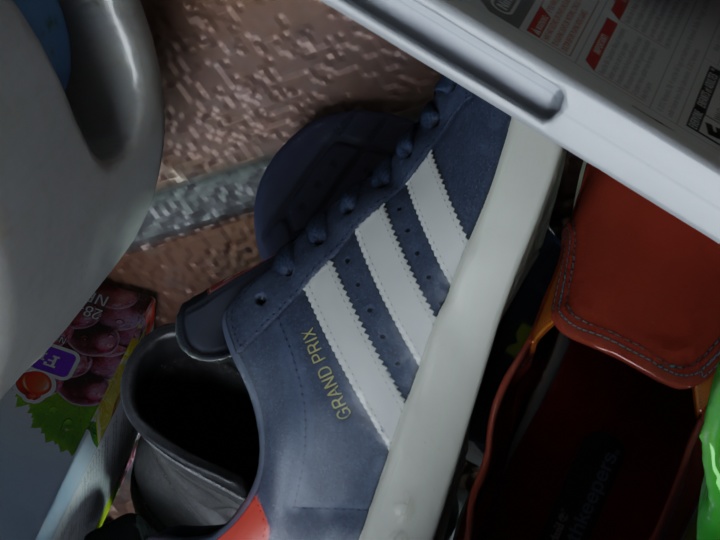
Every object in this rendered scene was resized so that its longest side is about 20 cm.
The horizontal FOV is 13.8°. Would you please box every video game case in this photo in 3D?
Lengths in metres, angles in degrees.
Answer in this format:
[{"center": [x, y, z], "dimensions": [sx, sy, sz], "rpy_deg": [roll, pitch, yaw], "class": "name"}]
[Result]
[{"center": [0.020, -0.088, 0.696], "dimensions": [0.200, 0.143, 0.018], "rpy_deg": [31, 119, 0], "class": "video game case"}]

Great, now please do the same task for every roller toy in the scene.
[{"center": [-0.154, -0.038, 0.827], "dimensions": [0.182, 0.140, 0.200], "rpy_deg": [25, 128, 9], "class": "roller toy"}]

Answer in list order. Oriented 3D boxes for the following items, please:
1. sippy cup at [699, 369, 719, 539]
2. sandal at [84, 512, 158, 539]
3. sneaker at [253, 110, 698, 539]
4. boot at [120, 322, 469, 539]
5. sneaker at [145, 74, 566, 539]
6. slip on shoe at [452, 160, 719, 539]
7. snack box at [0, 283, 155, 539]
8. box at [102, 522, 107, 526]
[{"center": [0.165, 0.068, 0.659], "dimensions": [0.130, 0.140, 0.177], "rpy_deg": [-24, 153, 38], "class": "sippy cup"}, {"center": [-0.044, 0.163, 0.870], "dimensions": [0.048, 0.201, 0.075], "rpy_deg": [-30, 143, 2], "class": "sandal"}, {"center": [0.052, 0.032, 0.852], "dimensions": [0.200, 0.074, 0.082], "rpy_deg": [38, 173, 9], "class": "sneaker"}, {"center": [0.018, 0.087, 0.888], "dimensions": [0.199, 0.070, 0.132], "rpy_deg": [21, 165, 0], "class": "boot"}, {"center": [0.000, 0.000, 0.781], "dimensions": [0.084, 0.201, 0.075], "rpy_deg": [19, 176, 6], "class": "sneaker"}, {"center": [0.076, 0.012, 0.772], "dimensions": [0.074, 0.061, 0.201], "rpy_deg": [24, 92, 10], "class": "slip on shoe"}, {"center": [-0.171, 0.073, 0.894], "dimensions": [0.168, 0.200, 0.068], "rpy_deg": [14, 135, 8], "class": "snack box"}, {"center": [-0.064, 0.190, 1.072], "dimensions": [0.199, 0.050, 0.199], "rpy_deg": [26, 136, -4], "class": "box"}]
